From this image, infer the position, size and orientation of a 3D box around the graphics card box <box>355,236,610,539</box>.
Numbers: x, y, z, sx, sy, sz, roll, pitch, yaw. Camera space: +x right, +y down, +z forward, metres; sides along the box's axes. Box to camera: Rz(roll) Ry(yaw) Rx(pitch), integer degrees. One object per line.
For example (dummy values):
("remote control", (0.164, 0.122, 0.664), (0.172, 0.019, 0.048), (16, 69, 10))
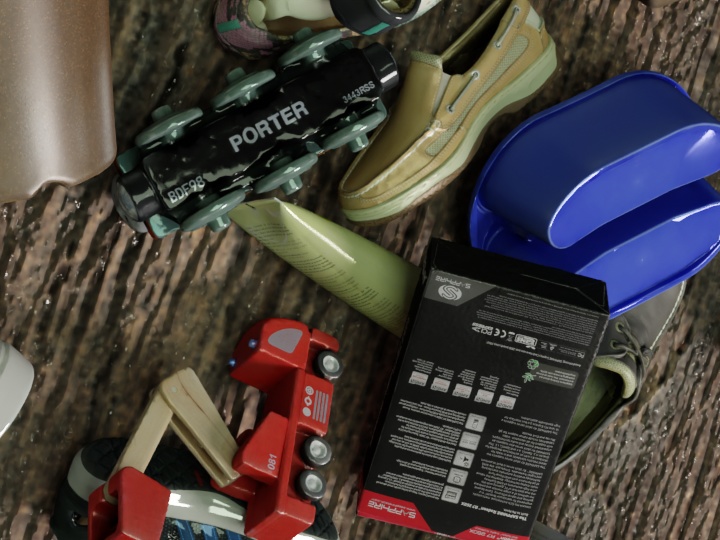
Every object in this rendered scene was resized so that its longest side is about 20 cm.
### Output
("graphics card box", (0.079, 0.086, 1.222), (0.124, 0.051, 0.202), (14, 119, -3))

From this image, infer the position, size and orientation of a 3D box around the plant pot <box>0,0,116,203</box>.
("plant pot", (-0.225, -0.150, 1.043), (0.198, 0.200, 0.201), (-13, 109, -22))

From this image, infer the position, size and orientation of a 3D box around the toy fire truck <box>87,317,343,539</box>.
("toy fire truck", (-0.089, 0.107, 1.161), (0.140, 0.049, 0.202), (25, 52, -22))

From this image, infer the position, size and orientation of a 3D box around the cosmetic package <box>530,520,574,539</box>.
("cosmetic package", (0.104, 0.282, 1.288), (0.081, 0.113, 0.201), (38, 83, -23))

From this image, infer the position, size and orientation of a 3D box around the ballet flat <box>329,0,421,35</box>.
("ballet flat", (0.022, -0.243, 1.111), (0.072, 0.073, 0.203), (3, 99, -24))

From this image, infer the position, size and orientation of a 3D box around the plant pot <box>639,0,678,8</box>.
("plant pot", (0.239, -0.273, 1.248), (0.174, 0.200, 0.201), (-35, 111, 4))

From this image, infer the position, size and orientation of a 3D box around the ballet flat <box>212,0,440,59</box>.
("ballet flat", (0.000, -0.186, 1.198), (0.198, 0.071, 0.070), (-21, 104, -21))

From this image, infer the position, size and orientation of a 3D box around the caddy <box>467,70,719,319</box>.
("caddy", (0.169, -0.054, 1.278), (0.198, 0.105, 0.143), (-25, 130, -19))

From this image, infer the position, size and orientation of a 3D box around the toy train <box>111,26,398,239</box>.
("toy train", (-0.069, -0.083, 1.157), (0.199, 0.114, 0.086), (-31, 92, -16))

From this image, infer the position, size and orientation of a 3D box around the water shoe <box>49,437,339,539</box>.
("water shoe", (-0.110, 0.166, 1.211), (0.198, 0.072, 0.079), (19, 116, -26))

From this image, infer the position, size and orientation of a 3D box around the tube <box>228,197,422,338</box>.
("tube", (0.000, 0.000, 1.227), (0.199, 0.052, 0.058), (30, 120, -28))

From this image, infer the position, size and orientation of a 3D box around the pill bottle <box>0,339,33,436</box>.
("pill bottle", (-0.295, 0.029, 1.070), (0.200, 0.116, 0.117), (44, 79, -23))

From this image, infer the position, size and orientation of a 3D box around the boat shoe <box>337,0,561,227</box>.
("boat shoe", (0.049, -0.115, 1.229), (0.200, 0.071, 0.077), (-46, 126, -23))

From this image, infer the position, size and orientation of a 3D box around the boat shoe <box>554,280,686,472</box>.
("boat shoe", (0.177, 0.071, 1.316), (0.201, 0.066, 0.072), (-49, 115, -10))
